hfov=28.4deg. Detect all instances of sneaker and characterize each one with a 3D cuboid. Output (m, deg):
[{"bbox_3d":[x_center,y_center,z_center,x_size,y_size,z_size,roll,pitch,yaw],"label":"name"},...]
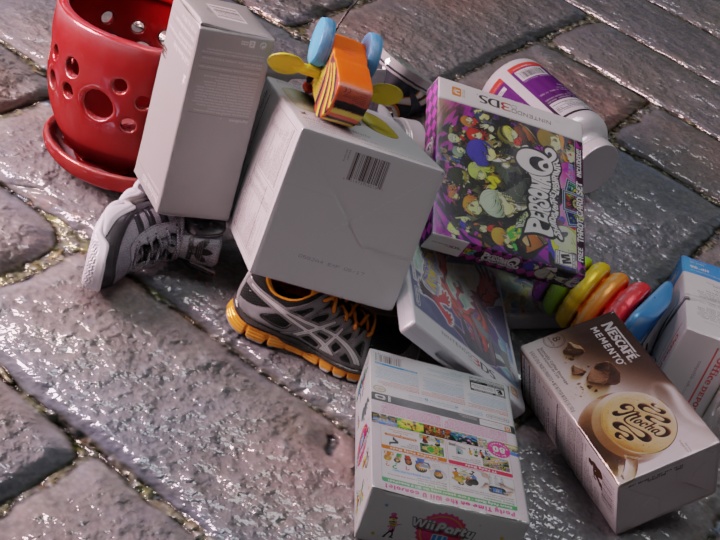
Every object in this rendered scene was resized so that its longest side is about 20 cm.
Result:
[{"bbox_3d":[-0.200,-0.028,1.435,0.113,0.076,0.200,20,29,3],"label":"sneaker"},{"bbox_3d":[0.049,-0.242,1.919,0.078,0.080,0.200,40,11,18],"label":"sneaker"},{"bbox_3d":[-0.032,0.049,1.419,0.199,0.078,0.078,18,30,-8],"label":"sneaker"}]

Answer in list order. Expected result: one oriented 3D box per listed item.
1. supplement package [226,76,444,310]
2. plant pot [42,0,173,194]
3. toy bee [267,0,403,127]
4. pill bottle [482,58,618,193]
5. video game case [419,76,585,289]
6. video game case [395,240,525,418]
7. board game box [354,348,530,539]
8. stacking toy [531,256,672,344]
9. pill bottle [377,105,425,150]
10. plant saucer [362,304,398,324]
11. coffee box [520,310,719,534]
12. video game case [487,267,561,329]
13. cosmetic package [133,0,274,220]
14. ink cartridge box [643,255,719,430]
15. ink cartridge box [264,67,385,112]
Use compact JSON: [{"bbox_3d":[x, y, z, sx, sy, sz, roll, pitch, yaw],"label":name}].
[{"bbox_3d":[-0.034,-0.080,1.420,0.151,0.152,0.200,16,16,-19],"label":"supplement package"},{"bbox_3d":[-0.247,-0.198,1.559,0.199,0.183,0.201,14,29,-8],"label":"plant pot"},{"bbox_3d":[-0.018,-0.195,1.395,0.130,0.109,0.200,28,41,0],"label":"toy bee"},{"bbox_3d":[0.255,-0.191,1.918,0.112,0.113,0.200,-6,41,-37],"label":"pill bottle"},{"bbox_3d":[0.153,-0.093,1.507,0.180,0.036,0.201,15,58,-18],"label":"video game case"},{"bbox_3d":[0.096,0.033,1.464,0.182,0.023,0.201,39,29,-33],"label":"video game case"},{"bbox_3d":[0.070,0.170,1.308,0.146,0.065,0.200,15,31,-9],"label":"board game box"},{"bbox_3d":[0.231,0.017,1.570,0.200,0.110,0.116,39,38,14],"label":"stacking toy"},{"bbox_3d":[-0.026,-0.150,1.689,0.199,0.113,0.112,4,35,-25],"label":"pill bottle"},{"bbox_3d":[0.000,0.000,1.550,0.199,0.037,0.201,14,33,-9],"label":"plant saucer"},{"bbox_3d":[0.251,0.145,1.402,0.112,0.080,0.200,-19,44,-12],"label":"coffee box"},{"bbox_3d":[0.171,0.003,1.659,0.199,0.022,0.183,1,37,-30],"label":"video game case"},{"bbox_3d":[-0.158,-0.162,1.424,0.090,0.201,0.107,8,23,-27],"label":"cosmetic package"},{"bbox_3d":[0.360,0.086,1.553,0.067,0.117,0.200,19,31,-1],"label":"ink cartridge box"},{"bbox_3d":[-0.072,-0.149,1.562,0.159,0.201,0.047,0,39,-21],"label":"ink cartridge box"}]
